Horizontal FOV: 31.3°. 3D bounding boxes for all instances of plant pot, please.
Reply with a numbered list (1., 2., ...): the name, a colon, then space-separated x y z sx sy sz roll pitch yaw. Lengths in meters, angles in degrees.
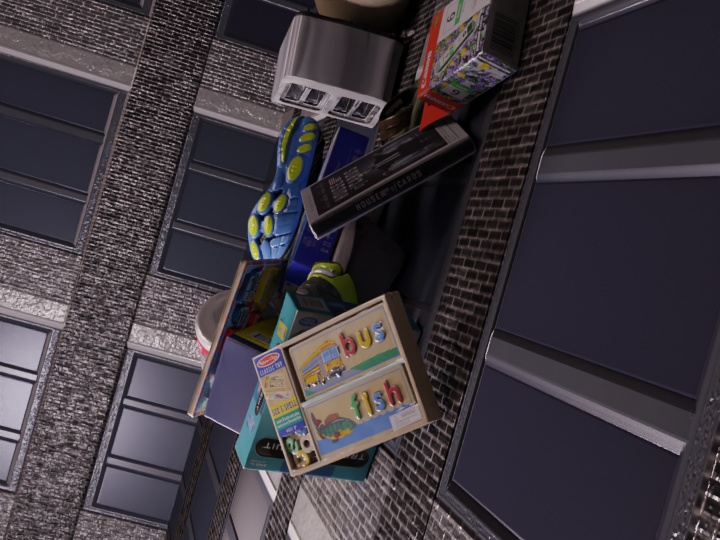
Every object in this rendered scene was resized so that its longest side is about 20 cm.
1. plant pot: 0.002 -0.439 2.056 0.201 0.185 0.189 97 -177 -59

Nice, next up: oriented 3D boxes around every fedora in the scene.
1. fedora: 0.000 0.000 1.592 0.200 0.090 0.178 -80 11 -64

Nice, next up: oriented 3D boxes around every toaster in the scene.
1. toaster: -0.034 -0.314 1.999 0.200 0.179 0.120 143 139 -74

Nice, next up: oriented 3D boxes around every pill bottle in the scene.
1. pill bottle: -0.162 0.130 1.753 0.201 0.110 0.111 88 -175 -46

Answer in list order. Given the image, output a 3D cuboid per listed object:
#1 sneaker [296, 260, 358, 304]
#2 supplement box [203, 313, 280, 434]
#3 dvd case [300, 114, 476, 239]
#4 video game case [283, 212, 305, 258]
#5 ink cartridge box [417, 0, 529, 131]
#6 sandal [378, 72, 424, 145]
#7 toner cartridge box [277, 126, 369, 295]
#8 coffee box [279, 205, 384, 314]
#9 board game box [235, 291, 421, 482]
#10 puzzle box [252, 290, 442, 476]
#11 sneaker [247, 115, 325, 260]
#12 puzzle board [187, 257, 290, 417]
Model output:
1. sneaker: -0.036 0.094 1.475 0.081 0.073 0.201 -38 -62 -43
2. supplement box: -0.088 0.129 1.588 0.200 0.109 0.110 -23 -46 -65
3. dvd case: 0.027 -0.111 1.450 0.199 0.025 0.150 -28 18 2
4. video game case: -0.098 -0.025 1.755 0.144 0.018 0.200 -64 8 -9
5. ink cartridge box: 0.106 -0.238 1.404 0.200 0.050 0.110 -27 47 58
6. sandal: 0.057 -0.209 1.694 0.080 0.057 0.202 -92 21 -59
7. toner cartridge box: -0.045 -0.068 1.578 0.095 0.043 0.201 122 167 -60
8. coffee box: -0.043 -0.026 1.770 0.201 0.079 0.113 -66 7 -33
9. board game box: -0.037 0.133 1.421 0.047 0.150 0.201 -124 49 -58
10. puzzle box: -0.017 0.116 1.291 0.199 0.025 0.134 -28 77 38
11. sneaker: -0.086 -0.098 1.663 0.083 0.070 0.201 41 -116 -61
12. puzzle board: -0.140 0.080 1.583 0.151 0.017 0.202 -4 -63 -68
